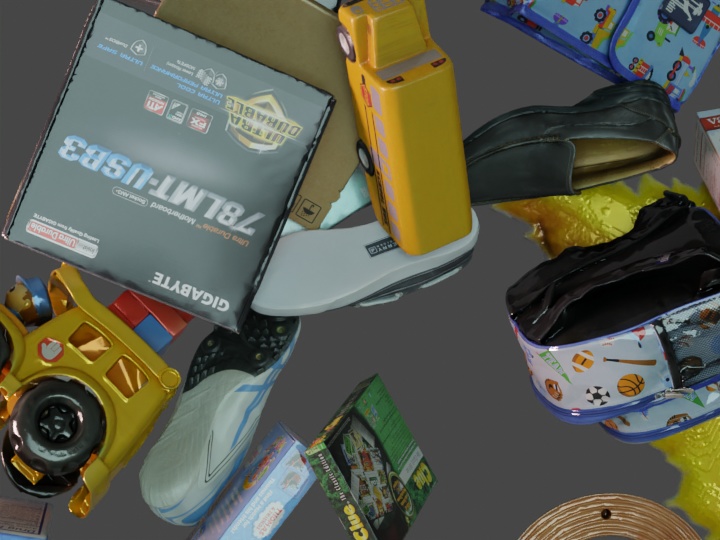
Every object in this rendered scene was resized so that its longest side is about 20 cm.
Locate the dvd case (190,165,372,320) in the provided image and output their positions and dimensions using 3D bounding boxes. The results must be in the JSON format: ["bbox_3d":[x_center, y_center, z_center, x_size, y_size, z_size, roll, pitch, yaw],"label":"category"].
[{"bbox_3d":[-0.106,-0.065,1.733,0.199,0.022,0.146,-32,95,-4],"label":"dvd case"}]

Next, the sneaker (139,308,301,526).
[{"bbox_3d":[-0.109,0.112,1.722,0.072,0.073,0.201,24,75,27],"label":"sneaker"}]

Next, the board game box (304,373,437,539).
[{"bbox_3d":[0.011,0.153,1.666,0.023,0.200,0.105,-30,94,16],"label":"board game box"}]

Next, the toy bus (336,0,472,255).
[{"bbox_3d":[0.036,-0.116,1.639,0.065,0.078,0.201,-22,130,-15],"label":"toy bus"}]

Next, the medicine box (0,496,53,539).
[{"bbox_3d":[-0.331,0.223,1.622,0.181,0.200,0.104,9,90,-7],"label":"medicine box"}]

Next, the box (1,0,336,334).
[{"bbox_3d":[-0.146,-0.081,1.638,0.199,0.050,0.199,23,91,-10],"label":"box"}]

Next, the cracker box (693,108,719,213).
[{"bbox_3d":[0.358,-0.059,1.706,0.133,0.201,0.058,-10,131,-6],"label":"cracker box"}]

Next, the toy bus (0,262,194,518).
[{"bbox_3d":[-0.231,0.062,1.673,0.200,0.136,0.192,42,71,1],"label":"toy bus"}]

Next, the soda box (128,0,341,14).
[{"bbox_3d":[-0.114,-0.230,1.703,0.199,0.071,0.064,14,91,-7],"label":"soda box"}]

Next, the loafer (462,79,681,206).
[{"bbox_3d":[0.159,-0.092,1.722,0.199,0.072,0.073,-20,131,6],"label":"loafer"}]

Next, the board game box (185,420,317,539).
[{"bbox_3d":[-0.106,0.212,1.674,0.037,0.151,0.200,37,87,-7],"label":"board game box"}]

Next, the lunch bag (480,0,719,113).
[{"bbox_3d":[0.225,-0.232,1.747,0.199,0.094,0.151,27,90,-20],"label":"lunch bag"}]

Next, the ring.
[{"bbox_3d":[0.204,0.284,1.779,0.199,0.019,0.202,0,90,-7],"label":"ring"}]

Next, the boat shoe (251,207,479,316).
[{"bbox_3d":[0.000,0.000,1.723,0.199,0.068,0.072,-20,60,-14],"label":"boat shoe"}]

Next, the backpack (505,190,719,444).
[{"bbox_3d":[0.217,0.044,1.702,0.189,0.200,0.155,-15,108,-2],"label":"backpack"}]

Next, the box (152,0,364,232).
[{"bbox_3d":[-0.079,-0.144,1.680,0.199,0.021,0.164,29,107,-12],"label":"box"}]
